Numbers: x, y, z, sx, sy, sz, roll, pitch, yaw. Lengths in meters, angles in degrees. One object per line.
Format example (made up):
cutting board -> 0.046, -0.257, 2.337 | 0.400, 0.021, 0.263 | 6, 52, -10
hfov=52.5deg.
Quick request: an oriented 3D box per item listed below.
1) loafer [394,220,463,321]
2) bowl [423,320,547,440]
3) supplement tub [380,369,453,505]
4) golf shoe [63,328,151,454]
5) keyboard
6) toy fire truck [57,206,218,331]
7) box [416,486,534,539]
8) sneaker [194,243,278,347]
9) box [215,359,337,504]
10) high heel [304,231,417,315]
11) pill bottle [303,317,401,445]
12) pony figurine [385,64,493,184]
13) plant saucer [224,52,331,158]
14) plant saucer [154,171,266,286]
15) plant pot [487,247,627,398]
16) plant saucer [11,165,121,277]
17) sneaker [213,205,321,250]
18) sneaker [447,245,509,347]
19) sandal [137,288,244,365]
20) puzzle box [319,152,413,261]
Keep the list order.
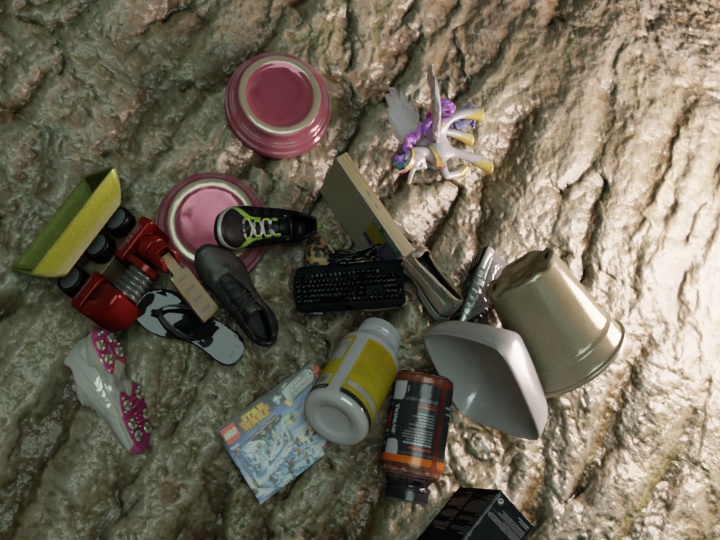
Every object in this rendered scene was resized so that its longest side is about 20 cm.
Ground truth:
loafer -> 0.112, -0.010, 1.286 | 0.071, 0.063, 0.202 | -23, 77, -50
bowl -> 0.211, 0.163, 1.187 | 0.074, 0.198, 0.203 | -41, 116, -27
supplement tub -> 0.090, 0.273, 1.196 | 0.104, 0.107, 0.206 | 12, 74, -7
golf shoe -> -0.397, 0.198, 1.148 | 0.090, 0.075, 0.204 | -24, 86, 13
keyboard -> -0.025, 0.014, 1.206 | 0.194, 0.040, 0.107 | -5, 88, 17
toy fire truck -> -0.339, 0.026, 1.144 | 0.197, 0.129, 0.178 | 27, 74, 31
box -> 0.164, 0.415, 1.124 | 0.141, 0.200, 0.079 | -42, 86, -17
sneaker -> -0.194, 0.040, 1.184 | 0.076, 0.091, 0.201 | -41, 104, -7
box -> -0.120, 0.261, 1.193 | 0.198, 0.040, 0.139 | -33, 85, -17
high heel -> 0.000, 0.000, 1.266 | 0.194, 0.071, 0.147 | -3, 82, -3
pill bottle -> -0.004, 0.171, 1.174 | 0.111, 0.113, 0.201 | 35, 44, -1
pony figurine -> 0.138, -0.256, 1.336 | 0.195, 0.166, 0.199 | -5, 83, -28
plant saucer -> -0.147, -0.307, 1.323 | 0.195, 0.051, 0.207 | 3, 76, -11
plant saucer -> -0.253, -0.077, 1.249 | 0.195, 0.051, 0.207 | 3, 76, -11
plant pot -> 0.311, 0.075, 1.222 | 0.199, 0.200, 0.185 | -39, 101, -18
plant saucer -> -0.454, -0.065, 1.150 | 0.048, 0.198, 0.203 | 41, 70, -28
sneaker -> -0.149, -0.078, 1.210 | 0.197, 0.082, 0.074 | -8, 90, -44
sneaker -> 0.232, 0.065, 1.298 | 0.114, 0.075, 0.204 | 28, 71, -6
sandal -> -0.280, 0.087, 1.204 | 0.196, 0.043, 0.078 | 25, 72, -4
puzzle box -> 0.006, -0.089, 1.261 | 0.025, 0.133, 0.202 | -32, 84, -24
